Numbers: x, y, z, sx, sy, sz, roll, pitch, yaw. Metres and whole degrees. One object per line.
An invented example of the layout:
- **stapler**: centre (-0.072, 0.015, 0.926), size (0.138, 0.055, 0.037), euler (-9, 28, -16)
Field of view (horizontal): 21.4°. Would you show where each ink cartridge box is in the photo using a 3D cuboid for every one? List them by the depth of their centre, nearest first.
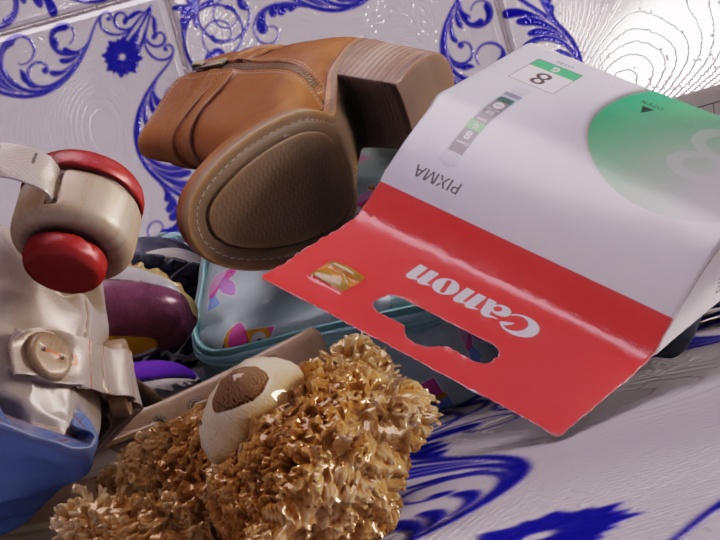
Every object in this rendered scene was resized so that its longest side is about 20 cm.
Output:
- **ink cartridge box**: centre (0.080, -0.024, 0.823), size (0.160, 0.050, 0.200), euler (26, 38, 30)

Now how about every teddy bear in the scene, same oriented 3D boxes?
- **teddy bear**: centre (-0.044, 0.065, 0.691), size (0.144, 0.067, 0.200), euler (-18, 2, -2)

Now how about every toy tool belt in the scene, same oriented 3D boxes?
- **toy tool belt**: centre (-0.143, 0.053, 0.726), size (0.124, 0.124, 0.200), euler (23, -37, -20)

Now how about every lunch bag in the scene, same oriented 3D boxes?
- **lunch bag**: centre (0.000, 0.000, 0.980), size (0.159, 0.078, 0.201), euler (-15, 30, 12)

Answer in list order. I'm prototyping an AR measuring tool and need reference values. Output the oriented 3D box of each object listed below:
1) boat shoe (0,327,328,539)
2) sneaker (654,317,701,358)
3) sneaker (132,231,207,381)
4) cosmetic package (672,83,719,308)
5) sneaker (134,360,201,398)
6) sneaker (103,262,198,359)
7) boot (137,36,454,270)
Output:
- **boat shoe**: centre (-0.104, 0.077, 0.847), size (0.198, 0.065, 0.071), euler (-16, 2, 3)
- **sneaker**: centre (0.104, -0.021, 0.919), size (0.078, 0.066, 0.200), euler (13, 24, -20)
- **sneaker**: centre (-0.110, 0.016, 1.093), size (0.078, 0.086, 0.200), euler (-42, -23, 2)
- **cosmetic package**: centre (0.215, -0.043, 0.944), size (0.073, 0.105, 0.199), euler (5, -10, -38)
- **sneaker**: centre (-0.178, 0.067, 0.938), size (0.199, 0.100, 0.070), euler (-17, -39, -23)
- **sneaker**: centre (-0.170, 0.052, 0.870), size (0.198, 0.091, 0.075), euler (-7, -24, -3)
- **boot**: centre (-0.063, -0.062, 0.976), size (0.154, 0.074, 0.200), euler (7, 29, 38)
